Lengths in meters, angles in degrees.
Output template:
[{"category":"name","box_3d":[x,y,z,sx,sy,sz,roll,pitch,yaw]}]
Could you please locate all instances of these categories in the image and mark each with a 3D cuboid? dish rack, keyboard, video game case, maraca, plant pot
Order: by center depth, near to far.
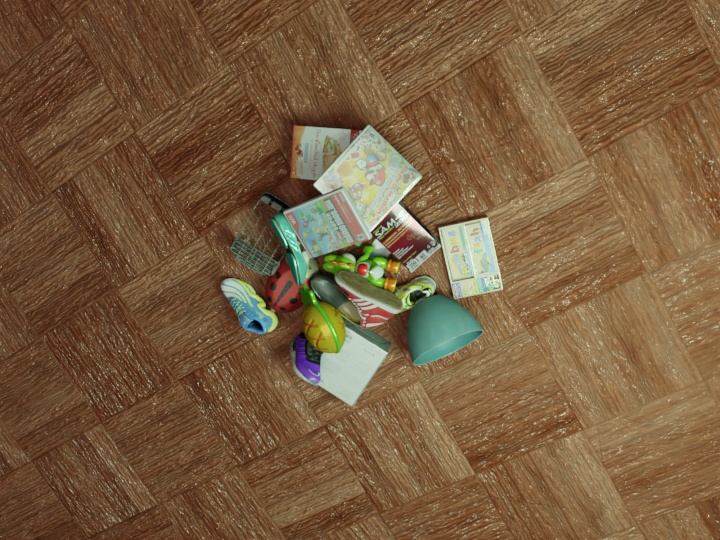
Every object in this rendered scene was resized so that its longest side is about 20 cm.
[{"category":"video game case","box_3d":[0.017,-0.217,1.476,0.182,0.023,0.200,43,93,-5]},{"category":"video game case","box_3d":[-0.083,-0.115,1.503,0.200,0.017,0.143,-16,114,37]},{"category":"plant pot","box_3d":[0.201,0.143,1.593,0.200,0.200,0.135,-31,69,17]},{"category":"maraca","box_3d":[-0.107,0.129,1.605,0.107,0.137,0.200,-27,85,-24]},{"category":"keyboard","box_3d":[0.070,-0.079,1.634,0.056,0.011,0.200,37,109,4]},{"category":"dish rack","box_3d":[-0.250,-0.094,1.646,0.153,0.055,0.200,33,97,1]}]

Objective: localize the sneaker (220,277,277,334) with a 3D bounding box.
[{"category":"sneaker","box_3d":[-0.320,0.102,1.706,0.200,0.105,0.076,39,108,-2]}]

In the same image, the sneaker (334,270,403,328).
[{"category":"sneaker","box_3d":[-0.001,0.081,1.582,0.200,0.071,0.113,29,129,-18]}]

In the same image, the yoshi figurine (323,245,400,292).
[{"category":"yoshi figurine","box_3d":[0.002,-0.005,1.627,0.199,0.113,0.112,12,138,4]}]

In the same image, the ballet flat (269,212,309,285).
[{"category":"ballet flat","box_3d":[-0.168,-0.060,1.590,0.070,0.067,0.201,-25,105,-19]}]

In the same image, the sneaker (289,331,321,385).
[{"category":"sneaker","box_3d":[-0.137,0.224,1.667,0.069,0.200,0.100,31,105,-30]}]

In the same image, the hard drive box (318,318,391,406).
[{"category":"hard drive box","box_3d":[-0.032,0.254,1.710,0.156,0.077,0.200,33,108,1]}]

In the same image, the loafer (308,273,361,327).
[{"category":"loafer","box_3d":[-0.054,0.082,1.647,0.200,0.072,0.073,35,103,-14]}]

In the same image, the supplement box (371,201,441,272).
[{"category":"supplement box","box_3d":[0.101,-0.102,1.563,0.109,0.061,0.200,-43,110,14]}]

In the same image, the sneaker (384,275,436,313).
[{"category":"sneaker","box_3d":[0.107,0.077,1.635,0.200,0.076,0.076,-31,100,18]}]

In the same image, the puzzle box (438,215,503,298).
[{"category":"puzzle box","box_3d":[0.288,-0.033,1.596,0.133,0.025,0.201,-12,103,14]}]

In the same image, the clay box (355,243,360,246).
[{"category":"clay box","box_3d":[0.004,-0.176,1.597,0.115,0.048,0.200,33,110,2]}]

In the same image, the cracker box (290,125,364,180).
[{"category":"cracker box","box_3d":[-0.076,-0.293,1.547,0.199,0.058,0.135,9,101,21]}]

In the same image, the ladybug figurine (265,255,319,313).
[{"category":"ladybug figurine","box_3d":[-0.195,0.040,1.682,0.135,0.072,0.200,32,109,0]}]
